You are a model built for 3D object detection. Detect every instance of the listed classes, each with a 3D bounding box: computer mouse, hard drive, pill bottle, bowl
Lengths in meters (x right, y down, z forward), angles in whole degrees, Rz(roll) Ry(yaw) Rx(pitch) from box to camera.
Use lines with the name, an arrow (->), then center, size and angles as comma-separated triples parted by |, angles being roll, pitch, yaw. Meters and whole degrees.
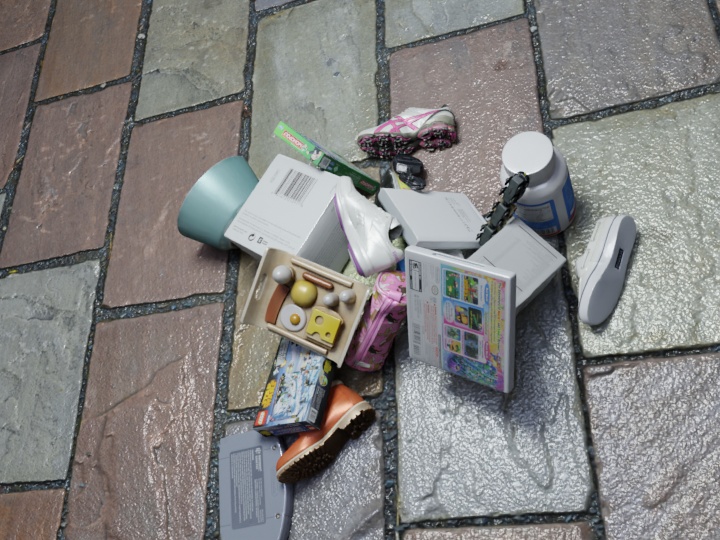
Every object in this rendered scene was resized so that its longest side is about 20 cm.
computer mouse -> 0.093, -0.180, 1.420 | 0.059, 0.034, 0.200 | 8, 23, -5
hard drive -> 0.140, -0.091, 1.328 | 0.027, 0.200, 0.132 | -57, 49, 35
pill bottle -> 0.300, -0.147, 1.273 | 0.112, 0.200, 0.112 | -9, 62, 18
bowl -> -0.261, -0.119, 1.515 | 0.105, 0.201, 0.201 | 39, 84, 12

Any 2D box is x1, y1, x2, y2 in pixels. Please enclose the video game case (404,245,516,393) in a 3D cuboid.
video game case -> 0.149, 0.073, 1.131 | 0.182, 0.200, 0.024 | 17, 34, 35

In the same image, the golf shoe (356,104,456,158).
golf shoe -> 0.091, -0.282, 1.505 | 0.200, 0.073, 0.092 | -7, 57, 8

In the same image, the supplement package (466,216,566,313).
supplement package -> 0.217, 0.026, 1.216 | 0.114, 0.110, 0.200 | 44, 58, 15

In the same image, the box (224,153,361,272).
box -> -0.114, -0.088, 1.424 | 0.199, 0.131, 0.200 | 26, 80, 40

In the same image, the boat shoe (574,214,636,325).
boat shoe -> 0.395, -0.003, 1.251 | 0.070, 0.071, 0.200 | 4, 68, 54

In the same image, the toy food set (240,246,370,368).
toy food set -> -0.094, 0.061, 1.260 | 0.200, 0.060, 0.144 | 23, 98, 18

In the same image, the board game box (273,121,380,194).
board game box -> -0.062, -0.217, 1.457 | 0.135, 0.200, 0.029 | 39, 101, 33

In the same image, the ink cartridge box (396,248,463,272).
ink cartridge box -> 0.141, 0.058, 1.299 | 0.116, 0.067, 0.200 | -12, 60, -5

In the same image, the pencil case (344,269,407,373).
pencil case -> 0.033, 0.088, 1.277 | 0.200, 0.083, 0.087 | -65, 34, 38

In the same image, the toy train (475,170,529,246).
toy train -> 0.234, -0.097, 1.235 | 0.046, 0.200, 0.034 | -38, 72, -26

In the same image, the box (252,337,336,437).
box -> -0.107, 0.190, 1.322 | 0.137, 0.040, 0.200 | -16, 45, 39

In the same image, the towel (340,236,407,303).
towel -> 0.000, 0.000, 1.422 | 0.200, 0.036, 0.149 | -15, 62, 15

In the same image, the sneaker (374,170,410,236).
sneaker -> 0.091, -0.120, 1.430 | 0.078, 0.090, 0.200 | -64, 31, 30

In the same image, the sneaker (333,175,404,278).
sneaker -> 0.015, -0.081, 1.275 | 0.099, 0.075, 0.200 | -20, 62, 1

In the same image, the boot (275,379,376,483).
boot -> -0.080, 0.278, 1.301 | 0.200, 0.075, 0.107 | -40, 54, -12

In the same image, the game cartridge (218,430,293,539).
game cartridge -> -0.183, 0.381, 1.313 | 0.133, 0.040, 0.200 | -17, 60, 18
